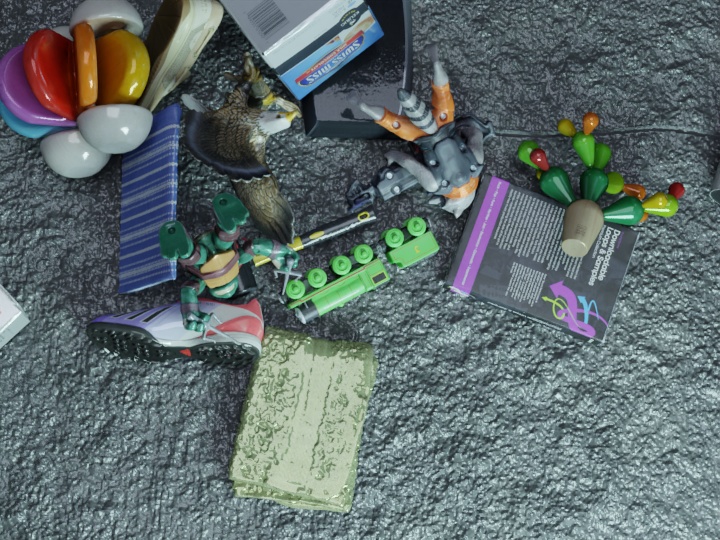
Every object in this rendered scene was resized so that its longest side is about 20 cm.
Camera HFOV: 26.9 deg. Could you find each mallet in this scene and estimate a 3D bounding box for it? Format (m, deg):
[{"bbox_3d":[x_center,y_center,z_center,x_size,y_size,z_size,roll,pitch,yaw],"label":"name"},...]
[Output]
[{"bbox_3d":[-0.073,-0.021,1.740,0.200,0.041,0.066,-15,84,-4],"label":"mallet"}]

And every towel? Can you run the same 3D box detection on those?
[{"bbox_3d":[-0.235,-0.078,1.698,0.024,0.145,0.200,6,78,-30],"label":"towel"},{"bbox_3d":[-0.066,0.170,1.713,0.148,0.036,0.200,11,80,-2],"label":"towel"}]

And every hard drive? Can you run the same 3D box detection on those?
[{"bbox_3d":[-0.003,-0.258,1.790,0.135,0.042,0.200,2,80,-4],"label":"hard drive"}]

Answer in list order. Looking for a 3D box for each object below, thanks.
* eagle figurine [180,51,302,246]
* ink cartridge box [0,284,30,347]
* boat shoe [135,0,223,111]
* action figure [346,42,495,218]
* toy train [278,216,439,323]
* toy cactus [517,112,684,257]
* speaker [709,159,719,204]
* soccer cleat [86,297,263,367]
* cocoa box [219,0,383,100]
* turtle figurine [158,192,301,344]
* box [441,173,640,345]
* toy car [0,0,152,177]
[{"bbox_3d":[-0.130,-0.140,1.685,0.152,0.151,0.200,16,60,-15],"label":"eagle figurine"},{"bbox_3d":[-0.491,0.067,1.674,0.200,0.084,0.146,-43,86,-10],"label":"ink cartridge box"},{"bbox_3d":[-0.221,-0.235,1.718,0.065,0.200,0.072,3,48,-37],"label":"boat shoe"},{"bbox_3d":[0.063,-0.135,1.730,0.200,0.105,0.194,-36,117,-1],"label":"action figure"},{"bbox_3d":[0.000,0.000,1.748,0.200,0.042,0.056,-28,94,-9],"label":"toy train"},{"bbox_3d":[0.273,-0.089,1.734,0.200,0.102,0.165,27,54,-6],"label":"toy cactus"},{"bbox_3d":[0.482,-0.169,1.793,0.081,0.081,0.200,19,80,-1],"label":"speaker"},{"bbox_3d":[-0.209,0.064,1.711,0.200,0.068,0.073,3,57,3],"label":"soccer cleat"},{"bbox_3d":[-0.090,-0.324,1.717,0.133,0.131,0.200,-37,67,2],"label":"cocoa box"},{"bbox_3d":[-0.152,-0.002,1.633,0.101,0.200,0.150,38,74,25],"label":"turtle figurine"},{"bbox_3d":[0.212,-0.012,1.767,0.200,0.036,0.143,21,78,1],"label":"box"},{"bbox_3d":[-0.330,-0.208,1.676,0.150,0.200,0.175,4,72,-41],"label":"toy car"}]
